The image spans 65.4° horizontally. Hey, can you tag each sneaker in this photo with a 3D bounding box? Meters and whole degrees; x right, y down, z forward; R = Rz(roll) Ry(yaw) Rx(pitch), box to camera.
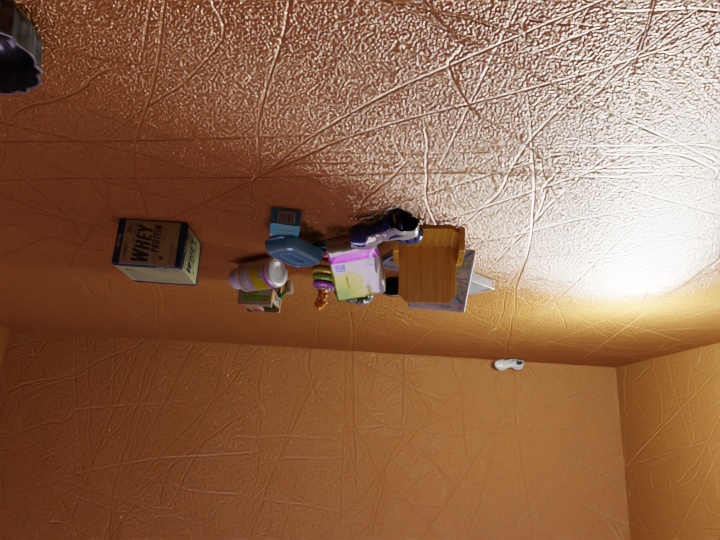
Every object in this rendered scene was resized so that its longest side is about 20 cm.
[{"bbox_3d":[0.977,0.606,3.683,0.199,0.075,0.087,-2,151,-6],"label":"sneaker"},{"bbox_3d":[0.067,-0.117,1.469,0.198,0.081,0.115,-5,159,2],"label":"sneaker"},{"bbox_3d":[0.168,0.067,2.038,0.199,0.070,0.090,-6,158,20],"label":"sneaker"}]

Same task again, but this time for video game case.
[{"bbox_3d":[0.248,0.026,1.714,0.181,0.201,0.022,6,-165,-9],"label":"video game case"},{"bbox_3d":[0.177,-0.028,1.814,0.199,0.024,0.182,11,161,-23],"label":"video game case"}]

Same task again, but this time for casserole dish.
[{"bbox_3d":[-0.189,-0.049,1.609,0.120,0.039,0.200,-7,162,27],"label":"casserole dish"}]

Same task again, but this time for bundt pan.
[{"bbox_3d":[-0.565,-0.345,0.814,0.200,0.076,0.202,3,163,1],"label":"bundt pan"}]

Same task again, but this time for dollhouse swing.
[{"bbox_3d":[0.191,-0.014,1.590,0.199,0.177,0.182,2,161,5],"label":"dollhouse swing"}]

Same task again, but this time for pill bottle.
[{"bbox_3d":[-0.351,0.016,1.900,0.199,0.105,0.104,-8,160,34],"label":"pill bottle"}]

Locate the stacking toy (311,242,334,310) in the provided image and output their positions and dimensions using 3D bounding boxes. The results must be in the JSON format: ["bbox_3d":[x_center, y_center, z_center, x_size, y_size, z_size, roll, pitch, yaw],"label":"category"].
[{"bbox_3d":[-0.110,0.024,1.718,0.115,0.201,0.110,-3,162,30],"label":"stacking toy"}]

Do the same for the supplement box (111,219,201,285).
[{"bbox_3d":[-0.600,-0.050,1.675,0.199,0.135,0.200,3,163,-2],"label":"supplement box"}]

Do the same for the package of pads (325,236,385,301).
[{"bbox_3d":[-0.010,-0.011,1.638,0.153,0.068,0.201,-10,129,0],"label":"package of pads"}]

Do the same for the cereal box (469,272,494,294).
[{"bbox_3d":[0.360,0.042,1.980,0.143,0.040,0.199,-14,157,43],"label":"cereal box"}]

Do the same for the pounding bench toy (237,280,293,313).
[{"bbox_3d":[-0.332,0.085,2.084,0.199,0.125,0.156,1,163,6],"label":"pounding bench toy"}]

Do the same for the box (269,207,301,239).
[{"bbox_3d":[-0.212,-0.112,1.559,0.082,0.049,0.200,6,162,-8],"label":"box"}]

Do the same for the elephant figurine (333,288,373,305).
[{"bbox_3d":[0.000,0.000,1.790,0.155,0.201,0.141,20,-171,29],"label":"elephant figurine"}]
